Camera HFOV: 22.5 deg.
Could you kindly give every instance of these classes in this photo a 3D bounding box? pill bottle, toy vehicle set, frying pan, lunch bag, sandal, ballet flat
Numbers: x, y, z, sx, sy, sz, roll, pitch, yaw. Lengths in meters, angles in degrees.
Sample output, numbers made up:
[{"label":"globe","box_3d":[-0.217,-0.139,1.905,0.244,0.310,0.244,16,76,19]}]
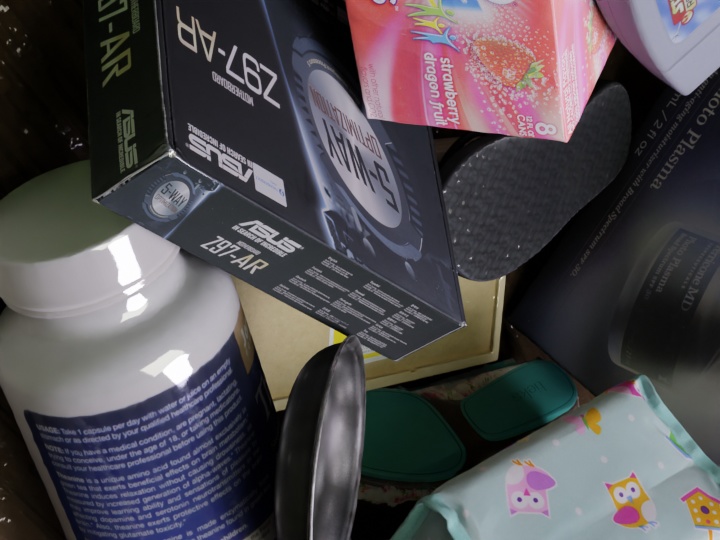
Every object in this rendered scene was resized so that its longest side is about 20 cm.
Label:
[{"label":"pill bottle","box_3d":[-0.097,0.056,0.806,0.111,0.111,0.201,-36,126,-29]},{"label":"toy vehicle set","box_3d":[0.000,0.000,0.938,0.199,0.026,0.126,-9,110,-41]},{"label":"frying pan","box_3d":[-0.011,0.099,0.831,0.190,0.031,0.116,72,25,-68]},{"label":"lunch bag","box_3d":[0.082,0.167,0.938,0.170,0.122,0.200,-25,158,-34]},{"label":"sandal","box_3d":[0.080,-0.049,0.952,0.200,0.048,0.076,-30,123,-51]},{"label":"ballet flat","box_3d":[0.039,0.097,0.986,0.199,0.076,0.064,-7,143,-36]}]

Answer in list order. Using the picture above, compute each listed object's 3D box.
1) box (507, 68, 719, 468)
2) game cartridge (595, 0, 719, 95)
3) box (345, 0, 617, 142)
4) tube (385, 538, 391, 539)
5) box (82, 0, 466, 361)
[{"label":"box","box_3d":[0.224,0.012,1.001,0.123,0.198,0.201,25,102,-47]},{"label":"game cartridge","box_3d":[0.152,-0.161,0.764,0.133,0.041,0.200,-45,150,-8]},{"label":"box","box_3d":[0.049,-0.164,0.772,0.201,0.102,0.095,79,28,-43]},{"label":"tube","box_3d":[-0.007,0.179,0.982,0.199,0.052,0.058,-1,149,-47]},{"label":"box","box_3d":[-0.038,-0.067,0.802,0.199,0.043,0.161,31,41,-44]}]
